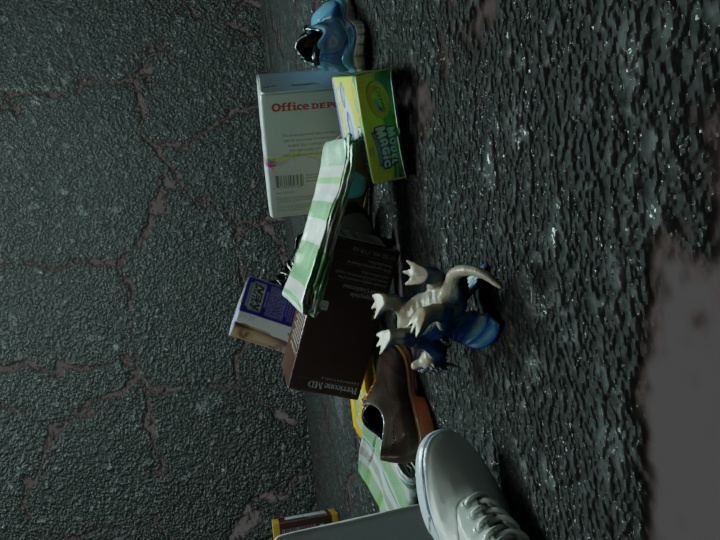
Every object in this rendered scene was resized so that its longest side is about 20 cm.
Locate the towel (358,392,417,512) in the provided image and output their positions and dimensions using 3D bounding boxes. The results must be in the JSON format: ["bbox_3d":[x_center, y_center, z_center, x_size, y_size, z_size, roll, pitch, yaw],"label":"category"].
[{"bbox_3d":[0.033,0.286,0.953,0.203,0.030,0.150,95,154,-44],"label":"towel"}]

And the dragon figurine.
[{"bbox_3d":[0.073,0.031,0.536,0.200,0.097,0.060,-47,47,53],"label":"dragon figurine"}]

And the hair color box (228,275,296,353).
[{"bbox_3d":[-0.097,0.086,1.045,0.110,0.196,0.066,128,160,-59],"label":"hair color box"}]

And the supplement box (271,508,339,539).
[{"bbox_3d":[-0.153,0.827,1.986,0.133,0.195,0.202,122,140,-74],"label":"supplement box"}]

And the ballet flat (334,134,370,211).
[{"bbox_3d":[-0.019,-0.110,0.977,0.064,0.067,0.204,-87,-2,-58],"label":"ballet flat"}]

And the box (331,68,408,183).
[{"bbox_3d":[0.010,-0.170,0.786,0.200,0.047,0.120,-132,30,-71],"label":"box"}]

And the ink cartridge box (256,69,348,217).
[{"bbox_3d":[-0.079,-0.195,1.031,0.085,0.141,0.204,-108,15,-52],"label":"ink cartridge box"}]

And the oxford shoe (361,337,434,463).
[{"bbox_3d":[0.032,0.147,0.817,0.201,0.071,0.073,-112,17,-58],"label":"oxford shoe"}]

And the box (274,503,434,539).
[{"bbox_3d":[0.009,0.360,0.729,0.200,0.195,0.175,105,154,-67],"label":"box"}]

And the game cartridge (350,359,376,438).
[{"bbox_3d":[0.004,0.199,1.135,0.200,0.032,0.181,-179,82,-78],"label":"game cartridge"}]

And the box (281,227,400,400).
[{"bbox_3d":[-0.028,0.052,0.857,0.075,0.098,0.205,-126,49,-68],"label":"box"}]

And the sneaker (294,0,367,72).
[{"bbox_3d":[-0.049,-0.325,0.924,0.201,0.088,0.080,-113,18,-57],"label":"sneaker"}]

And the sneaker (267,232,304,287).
[{"bbox_3d":[-0.094,-0.018,1.113,0.060,0.197,0.106,42,150,39],"label":"sneaker"}]

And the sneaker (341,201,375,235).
[{"bbox_3d":[0.000,0.000,0.948,0.079,0.072,0.205,-135,32,-58],"label":"sneaker"}]

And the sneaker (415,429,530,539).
[{"bbox_3d":[0.101,0.206,0.505,0.071,0.071,0.203,110,144,-50],"label":"sneaker"}]

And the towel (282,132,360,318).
[{"bbox_3d":[-0.050,-0.056,0.797,0.152,0.023,0.205,-160,84,-74],"label":"towel"}]
